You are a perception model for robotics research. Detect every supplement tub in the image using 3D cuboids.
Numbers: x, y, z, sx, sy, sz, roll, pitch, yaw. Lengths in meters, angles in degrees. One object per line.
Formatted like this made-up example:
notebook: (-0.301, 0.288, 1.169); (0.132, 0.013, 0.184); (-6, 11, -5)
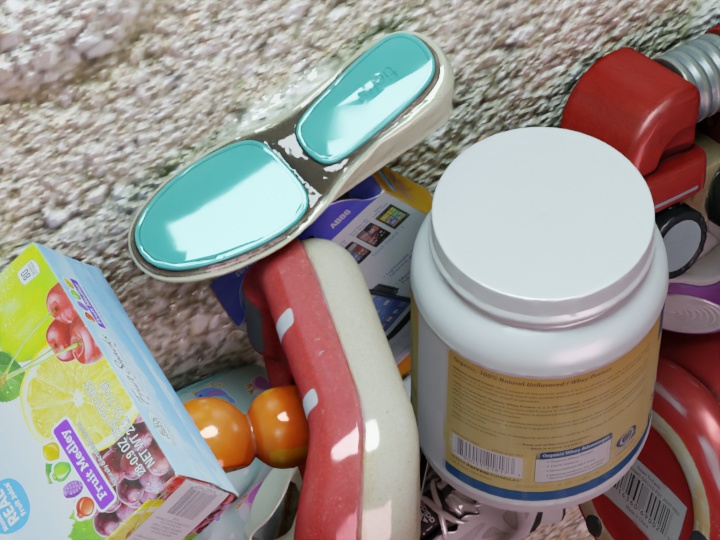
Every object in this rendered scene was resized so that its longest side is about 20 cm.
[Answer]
supplement tub: (0.100, 0.029, 1.546); (0.144, 0.145, 0.200); (-25, 146, -18)

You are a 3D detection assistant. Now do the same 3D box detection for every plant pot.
plant pot: (0.254, 0.117, 1.841); (0.182, 0.201, 0.201); (-19, 147, -34)

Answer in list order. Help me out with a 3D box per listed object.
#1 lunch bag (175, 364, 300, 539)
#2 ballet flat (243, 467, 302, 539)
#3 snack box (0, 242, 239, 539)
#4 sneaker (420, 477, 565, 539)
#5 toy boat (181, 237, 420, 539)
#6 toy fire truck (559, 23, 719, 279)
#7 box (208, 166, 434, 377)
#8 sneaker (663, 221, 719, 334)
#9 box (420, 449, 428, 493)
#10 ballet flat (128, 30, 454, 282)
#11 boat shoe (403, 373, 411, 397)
lunch bag: (-0.100, 0.168, 1.627); (0.160, 0.077, 0.201); (-23, 132, -41)
ballet flat: (-0.043, 0.170, 1.591); (0.065, 0.071, 0.201); (7, 110, -24)
snack box: (-0.186, 0.115, 1.426); (0.200, 0.169, 0.068); (-44, 148, 14)
sneaker: (0.080, 0.148, 1.841); (0.115, 0.076, 0.201); (-31, 153, -12)
toy boat: (-0.043, 0.086, 1.445); (0.130, 0.200, 0.131); (-14, 142, -8)
toy fire truck: (0.211, -0.111, 1.584); (0.176, 0.129, 0.201); (-24, 130, -28)
box: (0.000, 0.000, 1.586); (0.119, 0.042, 0.200); (-43, 147, 13)
sneaker: (0.238, -0.024, 1.755); (0.075, 0.100, 0.200); (29, 141, -27)
box: (0.003, 0.173, 1.701); (0.035, 0.200, 0.110); (22, 128, -7)
ballet flat: (-0.033, -0.053, 1.455); (0.200, 0.070, 0.070); (-33, 150, -4)
boat shoe: (0.097, 0.069, 1.718); (0.200, 0.071, 0.072); (-26, 170, -29)
